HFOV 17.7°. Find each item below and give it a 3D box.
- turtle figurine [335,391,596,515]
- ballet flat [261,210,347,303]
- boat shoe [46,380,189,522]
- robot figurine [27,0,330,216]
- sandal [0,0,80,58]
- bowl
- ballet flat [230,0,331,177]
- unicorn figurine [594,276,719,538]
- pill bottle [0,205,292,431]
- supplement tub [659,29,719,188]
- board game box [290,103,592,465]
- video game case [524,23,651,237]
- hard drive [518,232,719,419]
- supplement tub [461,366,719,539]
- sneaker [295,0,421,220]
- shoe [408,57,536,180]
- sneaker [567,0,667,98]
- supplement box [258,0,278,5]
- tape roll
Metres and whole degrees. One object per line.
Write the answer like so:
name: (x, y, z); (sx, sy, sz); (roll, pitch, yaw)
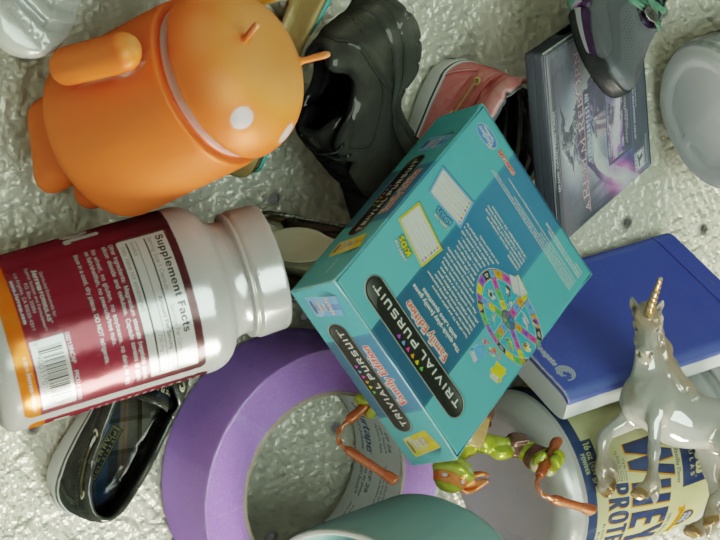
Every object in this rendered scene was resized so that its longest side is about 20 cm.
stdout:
turtle figurine: (0.083, 0.095, 1.653); (0.199, 0.064, 0.162); (16, 71, -12)
ballet flat: (0.000, 0.000, 1.596); (0.199, 0.072, 0.072); (10, 98, -4)
boat shoe: (-0.145, 0.081, 1.579); (0.069, 0.057, 0.201); (29, 85, -36)
robot figurine: (-0.121, -0.107, 1.462); (0.144, 0.199, 0.117); (54, 31, -21)
sandal: (-0.200, -0.227, 1.462); (0.082, 0.050, 0.203); (31, 64, -30)
bowl: (0.043, 0.234, 1.606); (0.105, 0.200, 0.201); (-42, 124, -41)
ballet flat: (-0.062, -0.163, 1.571); (0.063, 0.069, 0.201); (23, 87, -21)
unicorn figurine: (0.228, 0.108, 1.680); (0.200, 0.074, 0.138); (33, 67, -40)
pill bottle: (-0.152, 0.025, 1.501); (0.199, 0.113, 0.113); (-16, 112, -15)
supplement tub: (0.345, -0.147, 1.819); (0.199, 0.122, 0.123); (-21, 114, -29)
board game box: (0.058, 0.008, 1.558); (0.151, 0.047, 0.200); (56, 50, -19)
video game case: (0.171, -0.117, 1.711); (0.200, 0.019, 0.144); (-38, 127, -58)
hard drive: (0.196, 0.039, 1.761); (0.199, 0.132, 0.025); (-16, 136, -31)
supplement tub: (0.190, 0.140, 1.772); (0.199, 0.145, 0.146); (-16, 111, -30)
sneaker: (-0.005, -0.092, 1.601); (0.091, 0.076, 0.201); (-37, 132, -37)
shoe: (0.067, -0.052, 1.670); (0.071, 0.091, 0.201); (17, 92, -36)
sneaker: (0.203, -0.218, 1.668); (0.074, 0.087, 0.201); (41, 43, -40)
supplement box: (-0.107, -0.276, 1.469); (0.200, 0.073, 0.126); (55, 35, -32)
tape roll: (-0.041, 0.146, 1.664); (0.199, 0.066, 0.201); (-9, 107, -33)
